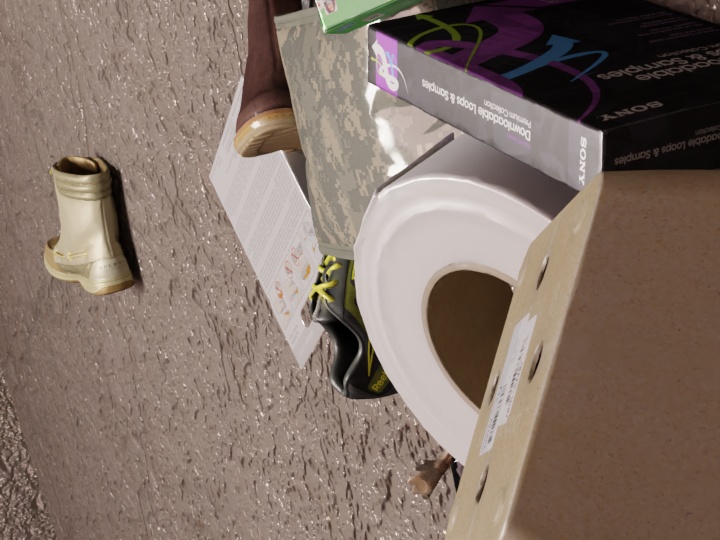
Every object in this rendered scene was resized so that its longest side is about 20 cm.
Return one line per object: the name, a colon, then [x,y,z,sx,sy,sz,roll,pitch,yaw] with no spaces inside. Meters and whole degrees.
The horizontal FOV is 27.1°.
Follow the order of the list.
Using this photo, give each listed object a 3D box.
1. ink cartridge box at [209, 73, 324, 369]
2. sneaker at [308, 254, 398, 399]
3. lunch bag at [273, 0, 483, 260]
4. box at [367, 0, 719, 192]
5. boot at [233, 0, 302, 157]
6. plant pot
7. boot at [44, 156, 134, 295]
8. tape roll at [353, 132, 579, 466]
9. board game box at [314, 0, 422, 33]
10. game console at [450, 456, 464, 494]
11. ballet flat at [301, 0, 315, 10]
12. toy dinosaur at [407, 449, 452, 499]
ink cartridge box: [-0.055,-0.043,1.231,0.201,0.050,0.161,61,153,18]
sneaker: [0.000,0.000,1.082,0.074,0.084,0.202,-8,98,65]
lunch bag: [0.038,-0.092,0.903,0.200,0.117,0.166,-165,62,-68]
box: [0.111,-0.093,0.709,0.200,0.142,0.036,37,136,52]
boot: [-0.065,-0.169,1.068,0.200,0.072,0.168,-57,-44,-85]
plant pot: [0.138,0.066,0.557,0.200,0.176,0.201,119,168,-78]
boot: [-0.341,-0.063,1.801,0.200,0.072,0.157,22,125,59]
tape roll: [0.091,0.024,0.750,0.202,0.071,0.204,32,142,29]
board game box: [0.048,-0.220,0.763,0.199,0.029,0.136,-18,89,28]
game console: [0.147,0.190,0.846,0.176,0.031,0.202,-5,102,34]
ballet flat: [-0.013,-0.201,1.013,0.068,0.067,0.202,-144,44,-70]
toy dinosaur: [0.099,0.072,0.931,0.085,0.136,0.202,18,107,12]
